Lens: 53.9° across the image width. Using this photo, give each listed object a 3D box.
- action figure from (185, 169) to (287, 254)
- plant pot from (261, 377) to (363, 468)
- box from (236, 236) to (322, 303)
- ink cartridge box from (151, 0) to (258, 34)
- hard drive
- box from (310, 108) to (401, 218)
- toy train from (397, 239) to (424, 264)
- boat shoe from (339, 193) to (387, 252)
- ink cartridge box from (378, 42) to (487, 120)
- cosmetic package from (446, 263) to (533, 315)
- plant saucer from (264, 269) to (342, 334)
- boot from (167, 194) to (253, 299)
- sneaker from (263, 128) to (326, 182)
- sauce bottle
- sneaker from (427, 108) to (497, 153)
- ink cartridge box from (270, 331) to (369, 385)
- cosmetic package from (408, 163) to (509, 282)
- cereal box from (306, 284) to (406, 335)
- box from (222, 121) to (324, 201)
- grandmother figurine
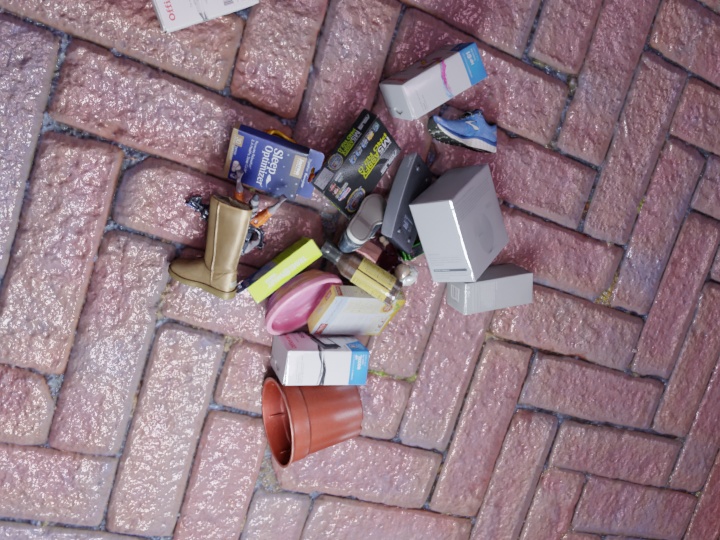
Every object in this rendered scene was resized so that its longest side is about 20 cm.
[{"bbox_3d":[-0.272,-0.109,1.496,0.196,0.105,0.196,22,115,-19],"label":"action figure"},{"bbox_3d":[-0.108,0.332,1.643,0.191,0.200,0.206,-8,107,-27],"label":"plant pot"},{"bbox_3d":[-0.183,0.002,1.554,0.198,0.122,0.048,-37,102,-9],"label":"box"},{"bbox_3d":[-0.317,-0.565,1.379,0.196,0.083,0.150,-22,110,-15],"label":"ink cartridge box"},{"bbox_3d":[0.106,-0.153,1.620,0.135,0.041,0.205,35,70,-60],"label":"hard drive"},{"bbox_3d":[-0.006,-0.230,1.561,0.202,0.044,0.160,-54,151,-1],"label":"box"},{"bbox_3d":[0.068,-0.020,1.683,0.197,0.056,0.042,-28,112,-13],"label":"toy train"},{"bbox_3d":[0.009,-0.103,1.581,0.075,0.201,0.062,41,129,-9],"label":"boat shoe"},{"bbox_3d":[0.157,-0.419,1.565,0.198,0.144,0.086,-33,113,-10],"label":"ink cartridge box"},{"bbox_3d":[0.324,0.044,1.771,0.195,0.107,0.093,-5,105,-18],"label":"cosmetic package"},{"bbox_3d":[-0.133,0.065,1.580,0.198,0.201,0.051,-32,71,-11],"label":"plant saucer"},{"bbox_3d":[-0.311,-0.062,1.468,0.171,0.066,0.204,19,114,12],"label":"boot"},{"bbox_3d":[-0.134,-0.236,1.539,0.197,0.077,0.074,27,92,-26],"label":"sneaker"},{"bbox_3d":[0.000,0.000,1.569,0.198,0.065,0.065,35,91,0],"label":"sauce bottle"},{"bbox_3d":[0.242,-0.338,1.665,0.196,0.078,0.092,9,94,-31],"label":"sneaker"},{"bbox_3d":[-0.096,0.201,1.628,0.195,0.144,0.087,3,102,-22],"label":"ink cartridge box"},{"bbox_3d":[0.232,-0.110,1.642,0.199,0.121,0.204,-41,120,-43],"label":"cosmetic package"},{"bbox_3d":[-0.009,0.094,1.633,0.196,0.040,0.145,5,139,-33],"label":"cereal box"},{"bbox_3d":[-0.184,-0.223,1.492,0.195,0.033,0.123,17,127,-9],"label":"box"},{"bbox_3d":[0.040,-0.021,1.622,0.196,0.061,0.123,26,85,3],"label":"grandmother figurine"}]
